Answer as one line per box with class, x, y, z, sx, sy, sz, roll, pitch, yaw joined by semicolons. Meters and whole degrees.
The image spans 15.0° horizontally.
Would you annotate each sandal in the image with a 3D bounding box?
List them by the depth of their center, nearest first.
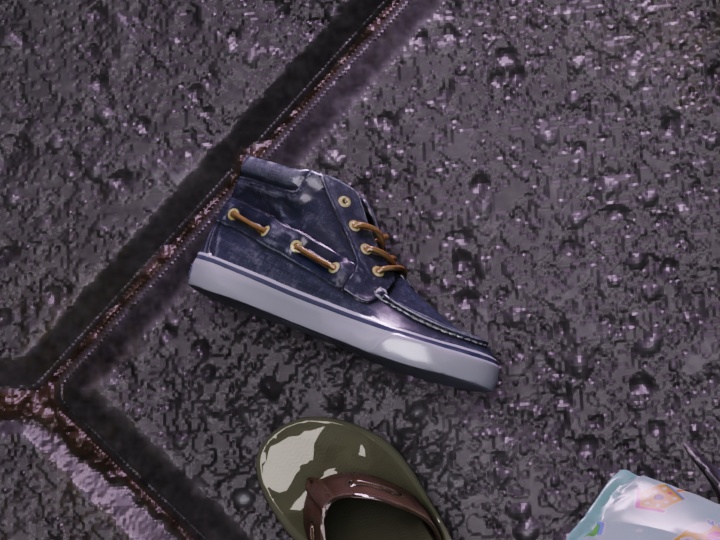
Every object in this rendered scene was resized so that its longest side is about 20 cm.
sandal;0.009;0.149;1.543;0.080;0.057;0.201;-43;53;-1

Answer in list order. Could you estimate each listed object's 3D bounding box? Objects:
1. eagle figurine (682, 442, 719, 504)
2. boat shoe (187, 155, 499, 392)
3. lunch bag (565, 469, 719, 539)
eagle figurine;0.245;0.195;1.464;0.199;0.151;0.152;18;91;5
boat shoe;0.000;0.000;1.590;0.200;0.071;0.091;21;85;18
lunch bag;0.176;0.226;1.372;0.170;0.122;0.201;17;122;25
